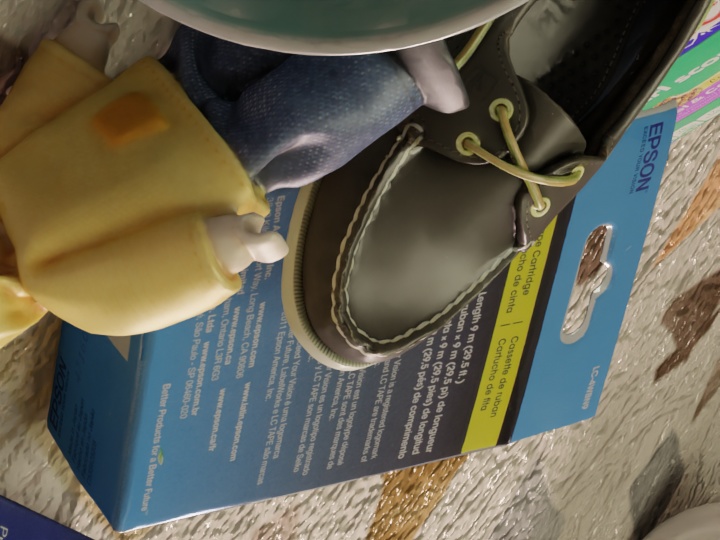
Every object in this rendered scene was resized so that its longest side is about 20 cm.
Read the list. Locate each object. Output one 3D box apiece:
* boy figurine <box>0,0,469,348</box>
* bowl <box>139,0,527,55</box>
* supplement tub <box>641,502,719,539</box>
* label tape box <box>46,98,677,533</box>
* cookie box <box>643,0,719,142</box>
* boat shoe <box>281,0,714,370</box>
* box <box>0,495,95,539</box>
[{"bbox_3d":[-0.072,-0.034,0.815,0.200,0.124,0.064,-29,141,-2],"label":"boy figurine"},{"bbox_3d":[0.001,-0.163,0.744,0.105,0.201,0.201,-43,157,-75],"label":"bowl"},{"bbox_3d":[0.236,0.221,1.640,0.140,0.140,0.200,-59,155,-2],"label":"supplement tub"},{"bbox_3d":[0.000,0.000,0.948,0.200,0.066,0.143,-12,132,-30],"label":"label tape box"},{"bbox_3d":[0.112,-0.111,1.030,0.171,0.075,0.200,-32,165,24],"label":"cookie box"},{"bbox_3d":[0.048,-0.054,0.864,0.072,0.061,0.201,41,75,-26],"label":"boat shoe"},{"bbox_3d":[-0.129,0.142,0.944,0.200,0.032,0.121,42,60,-66],"label":"box"}]
